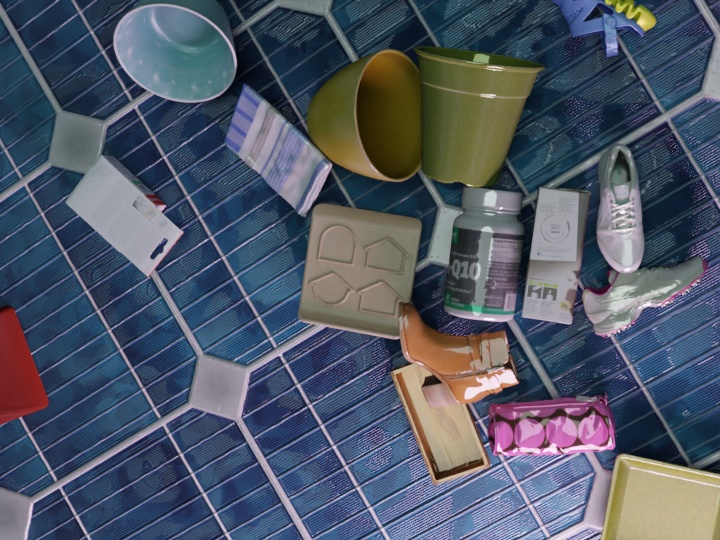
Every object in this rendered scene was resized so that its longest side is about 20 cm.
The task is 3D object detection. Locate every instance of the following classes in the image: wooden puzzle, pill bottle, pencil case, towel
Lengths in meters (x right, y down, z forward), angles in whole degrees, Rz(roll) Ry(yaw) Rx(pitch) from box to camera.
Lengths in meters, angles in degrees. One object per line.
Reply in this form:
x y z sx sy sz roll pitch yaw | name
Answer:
0.000 0.000 1.515 0.184 0.046 0.201 10 92 10 | wooden puzzle
0.197 -0.027 1.435 0.113 0.113 0.201 7 95 11 | pill bottle
0.299 0.243 1.449 0.199 0.091 0.094 -8 128 10 | pencil case
-0.139 -0.193 1.494 0.200 0.024 0.147 44 143 7 | towel

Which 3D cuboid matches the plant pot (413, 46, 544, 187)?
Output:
0.166 -0.234 1.404 0.199 0.200 0.191 12 110 11 | plant pot

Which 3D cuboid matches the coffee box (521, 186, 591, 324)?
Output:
0.302 -0.027 1.413 0.079 0.113 0.201 8 96 11 | coffee box

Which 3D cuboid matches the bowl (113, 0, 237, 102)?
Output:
-0.289 -0.383 1.486 0.200 0.201 0.105 1 54 12 | bowl

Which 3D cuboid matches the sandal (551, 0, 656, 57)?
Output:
0.345 -0.396 1.397 0.200 0.079 0.087 31 104 9 | sandal

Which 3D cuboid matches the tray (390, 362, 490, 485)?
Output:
0.133 0.242 1.509 0.098 0.037 0.201 -21 91 12 | tray

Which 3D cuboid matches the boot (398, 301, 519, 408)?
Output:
0.152 0.117 1.427 0.154 0.074 0.201 -17 115 18 | boot

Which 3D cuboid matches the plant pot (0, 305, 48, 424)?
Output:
-0.710 0.196 1.608 0.199 0.176 0.201 -21 90 12 | plant pot

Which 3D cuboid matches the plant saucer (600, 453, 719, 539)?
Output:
0.486 0.398 1.441 0.199 0.048 0.201 10 96 10 | plant saucer

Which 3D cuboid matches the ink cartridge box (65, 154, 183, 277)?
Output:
-0.402 -0.095 1.587 0.200 0.050 0.109 42 101 5 | ink cartridge box

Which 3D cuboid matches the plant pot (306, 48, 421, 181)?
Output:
-0.001 -0.239 1.436 0.142 0.200 0.201 2 95 38 | plant pot

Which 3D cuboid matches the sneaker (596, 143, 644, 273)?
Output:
0.394 -0.096 1.393 0.070 0.080 0.201 -5 84 11 | sneaker

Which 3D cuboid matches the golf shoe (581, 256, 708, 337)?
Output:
0.436 0.022 1.411 0.200 0.075 0.092 -32 84 11 | golf shoe
